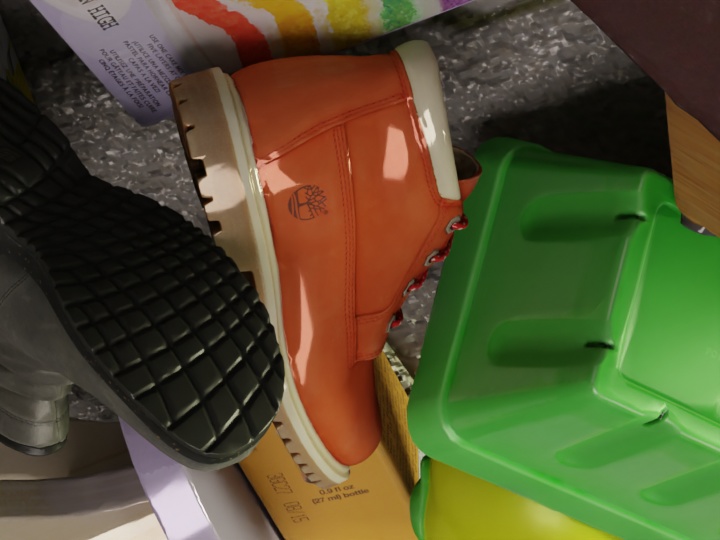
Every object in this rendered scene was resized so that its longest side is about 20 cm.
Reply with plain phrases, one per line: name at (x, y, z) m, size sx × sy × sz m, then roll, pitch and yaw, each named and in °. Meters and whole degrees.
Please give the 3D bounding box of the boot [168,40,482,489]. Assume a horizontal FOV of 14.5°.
boot at (0.000, 0.000, 1.068) m, size 0.107 × 0.075 × 0.200 m, roll -17°, pitch 133°, yaw -6°

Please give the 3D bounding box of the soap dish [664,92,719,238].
soap dish at (0.216, -0.017, 1.003) m, size 0.157 × 0.200 × 0.081 m, roll 9°, pitch 108°, yaw -31°

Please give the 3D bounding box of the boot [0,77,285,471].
boot at (-0.107, 0.026, 1.045) m, size 0.068 × 0.200 × 0.131 m, roll -30°, pitch 151°, yaw -32°

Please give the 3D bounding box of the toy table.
toy table at (-0.104, 0.110, 1.198) m, size 0.117 × 0.184 × 0.200 m, roll -21°, pitch 141°, yaw 7°

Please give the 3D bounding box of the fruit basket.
fruit basket at (0.102, 0.051, 1.147) m, size 0.215 × 0.156 × 0.216 m, roll 14°, pitch 164°, yaw 4°

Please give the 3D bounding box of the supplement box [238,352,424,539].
supplement box at (-0.015, 0.068, 1.222) m, size 0.066 × 0.069 × 0.200 m, roll -13°, pitch 139°, yaw 14°

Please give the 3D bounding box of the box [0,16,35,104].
box at (-0.194, -0.079, 1.071) m, size 0.117 × 0.048 × 0.200 m, roll -7°, pitch 140°, yaw 9°

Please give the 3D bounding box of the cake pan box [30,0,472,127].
cake pan box at (-0.050, -0.153, 0.980) m, size 0.184 × 0.052 × 0.200 m, roll -20°, pitch 136°, yaw 19°

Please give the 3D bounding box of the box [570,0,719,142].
box at (0.107, -0.167, 0.736) m, size 0.200 × 0.166 × 0.164 m, roll 42°, pitch 124°, yaw -18°
